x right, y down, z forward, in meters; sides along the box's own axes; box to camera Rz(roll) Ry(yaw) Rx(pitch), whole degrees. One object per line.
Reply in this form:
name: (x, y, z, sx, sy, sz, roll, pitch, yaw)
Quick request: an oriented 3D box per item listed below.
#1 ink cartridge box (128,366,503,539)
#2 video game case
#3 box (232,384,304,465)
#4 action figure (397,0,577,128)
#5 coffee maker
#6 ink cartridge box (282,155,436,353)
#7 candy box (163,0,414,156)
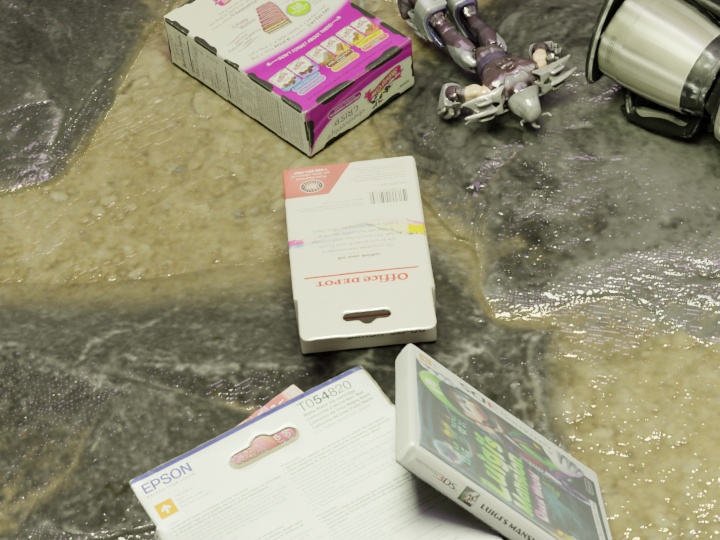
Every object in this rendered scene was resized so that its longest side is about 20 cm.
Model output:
ink cartridge box: (-0.030, 0.179, 1.413, 0.199, 0.041, 0.200, -25, 49, -16)
video game case: (0.102, 0.140, 1.461, 0.182, 0.023, 0.200, 35, 15, -9)
box: (-0.014, 0.190, 1.496, 0.095, 0.103, 0.200, -36, 54, -26)
action figure: (0.115, -0.195, 1.877, 0.130, 0.070, 0.200, -19, 51, -22)
coffee maker: (0.330, -0.194, 1.799, 0.200, 0.135, 0.192, 34, 67, 25)
ink cartridge box: (0.000, 0.000, 1.699, 0.116, 0.068, 0.200, -6, 45, 0)
candy box: (-0.067, -0.204, 1.902, 0.136, 0.061, 0.200, -36, 54, -26)
